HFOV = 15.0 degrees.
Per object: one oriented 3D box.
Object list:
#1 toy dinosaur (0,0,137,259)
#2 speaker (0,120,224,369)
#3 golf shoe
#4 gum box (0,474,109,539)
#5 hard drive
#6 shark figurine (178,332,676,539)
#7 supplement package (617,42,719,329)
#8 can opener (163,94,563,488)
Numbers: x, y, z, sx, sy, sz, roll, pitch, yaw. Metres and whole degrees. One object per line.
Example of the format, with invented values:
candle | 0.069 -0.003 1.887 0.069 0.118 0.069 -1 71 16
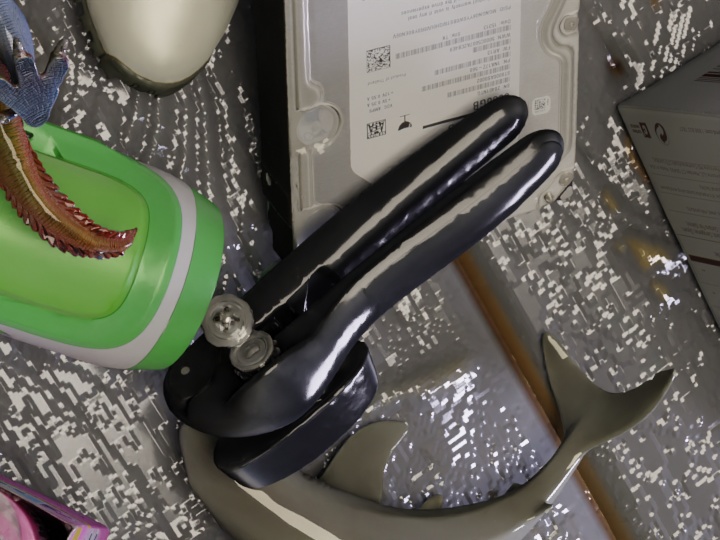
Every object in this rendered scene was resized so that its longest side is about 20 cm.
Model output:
toy dinosaur | -0.189 -0.104 1.049 0.105 0.182 0.200 -28 132 -11
speaker | -0.159 -0.024 1.094 0.200 0.088 0.089 19 88 -23
golf shoe | -0.061 -0.169 1.119 0.077 0.088 0.200 16 91 -24
gum box | -0.177 0.177 1.083 0.066 0.114 0.200 25 85 4
hard drive | 0.025 -0.101 1.141 0.140 0.038 0.200 -16 129 -20
shark figurine | 0.037 0.110 1.188 0.214 0.089 0.128 -11 101 -19
supplement package | 0.225 -0.013 1.234 0.117 0.117 0.200 -33 107 -17
can opener | 0.000 0.000 1.138 0.200 0.063 0.079 -46 150 -5
